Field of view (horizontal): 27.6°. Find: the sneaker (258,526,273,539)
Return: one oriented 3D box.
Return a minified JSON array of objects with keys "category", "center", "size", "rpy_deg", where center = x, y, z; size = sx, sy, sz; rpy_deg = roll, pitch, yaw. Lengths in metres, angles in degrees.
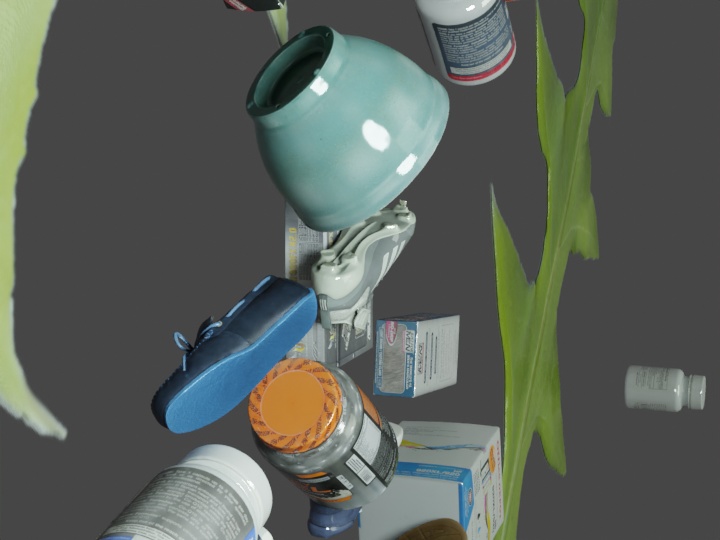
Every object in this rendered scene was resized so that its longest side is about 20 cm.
[{"category":"sneaker","center":[-0.123,0.341,1.436],"size":[0.080,0.076,0.201],"rpy_deg":[-38,125,-51]}]

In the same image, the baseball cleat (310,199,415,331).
[{"category":"baseball cleat","center":[0.000,0.000,1.597],"size":[0.200,0.070,0.107],"rpy_deg":[-37,135,-51]}]

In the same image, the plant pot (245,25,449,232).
[{"category":"plant pot","center":[-0.029,-0.159,1.468],"size":[0.134,0.200,0.201],"rpy_deg":[43,47,-30]}]

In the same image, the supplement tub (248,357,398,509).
[{"category":"supplement tub","center":[-0.041,0.171,1.547],"size":[0.200,0.122,0.123],"rpy_deg":[54,43,-60]}]

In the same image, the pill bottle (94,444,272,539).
[{"category":"pill bottle","center":[-0.155,0.235,1.243],"size":[0.200,0.113,0.114],"rpy_deg":[-48,137,-60]}]

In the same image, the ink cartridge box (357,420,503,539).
[{"category":"ink cartridge box","center":[0.095,0.299,1.916],"size":[0.200,0.144,0.148],"rpy_deg":[-38,128,-66]}]

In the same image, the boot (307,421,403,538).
[{"category":"boot","center":[-0.011,0.244,1.742],"size":[0.200,0.072,0.091],"rpy_deg":[-22,122,-61]}]

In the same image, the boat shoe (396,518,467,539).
[{"category":"boat shoe","center":[0.057,0.384,1.809],"size":[0.200,0.072,0.072],"rpy_deg":[-46,154,4]}]

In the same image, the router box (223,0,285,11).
[{"category":"router box","center":[-0.097,-0.369,1.392],"size":[0.150,0.062,0.201],"rpy_deg":[68,31,-52]}]

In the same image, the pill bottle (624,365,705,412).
[{"category":"pill bottle","center":[0.798,0.311,3.839],"size":[0.114,0.199,0.115],"rpy_deg":[4,90,-71]}]

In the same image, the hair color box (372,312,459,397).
[{"category":"hair color box","center":[0.077,0.110,1.963],"size":[0.200,0.060,0.100],"rpy_deg":[-2,94,-71]}]

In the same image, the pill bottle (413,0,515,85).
[{"category":"pill bottle","center":[0.136,-0.355,1.971],"size":[0.200,0.119,0.120],"rpy_deg":[65,34,-54]}]

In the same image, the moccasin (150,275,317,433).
[{"category":"moccasin","center":[-0.124,0.077,1.363],"size":[0.200,0.068,0.081],"rpy_deg":[-37,145,-36]}]

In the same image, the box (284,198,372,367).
[{"category":"box","center":[-0.033,0.005,1.652],"size":[0.158,0.048,0.201],"rpy_deg":[-23,115,-67]}]
